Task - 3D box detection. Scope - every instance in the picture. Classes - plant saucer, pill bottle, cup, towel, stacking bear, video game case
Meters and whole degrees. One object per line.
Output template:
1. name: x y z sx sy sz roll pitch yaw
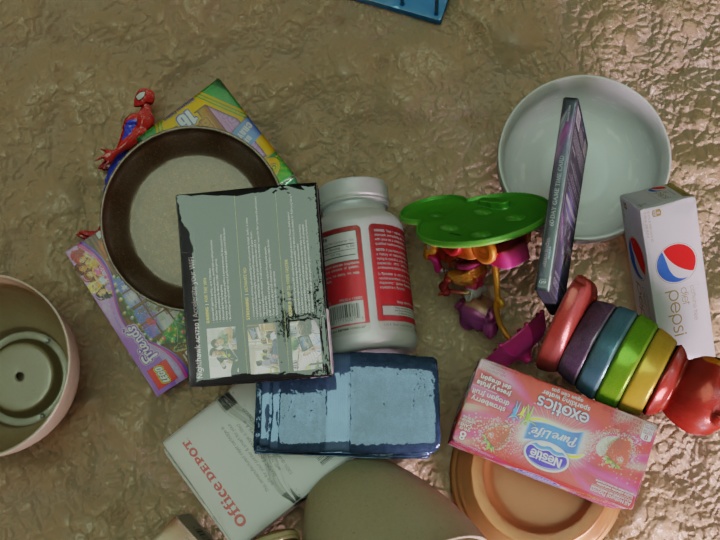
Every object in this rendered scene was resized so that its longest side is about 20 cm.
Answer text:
1. plant saucer: -0.179 -0.054 1.066 0.199 0.037 0.202 0 85 -2
2. pill bottle: 0.000 0.000 1.132 0.112 0.112 0.201 -6 75 1
3. cup: 0.017 0.285 1.044 0.200 0.201 0.144 -30 55 -4
4. plant saucer: 0.201 0.231 1.110 0.199 0.037 0.201 -1 77 3
5. towel: -0.014 0.143 1.051 0.199 0.049 0.112 2 75 1
6. stacking bear: 0.299 0.101 1.039 0.199 0.121 0.114 28 95 19
7. video game case: 0.215 -0.062 1.040 0.019 0.143 0.201 8 80 18

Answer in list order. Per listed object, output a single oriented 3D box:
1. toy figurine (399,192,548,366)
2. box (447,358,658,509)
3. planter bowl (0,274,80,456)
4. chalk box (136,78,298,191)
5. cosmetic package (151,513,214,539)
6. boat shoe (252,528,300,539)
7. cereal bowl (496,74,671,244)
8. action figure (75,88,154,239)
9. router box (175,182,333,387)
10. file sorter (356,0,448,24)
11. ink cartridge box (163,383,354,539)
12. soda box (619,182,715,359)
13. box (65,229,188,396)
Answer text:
1. toy figurine: 0.135 0.020 1.109 0.150 0.200 0.185 -25 114 -31
2. box: 0.201 0.176 1.053 0.199 0.100 0.096 21 79 7
3. planter bowl: -0.405 0.116 1.116 0.199 0.135 0.202 -1 77 3
4. chalk box: -0.146 -0.098 1.158 0.124 0.124 0.200 -38 79 -6
5. cosmetic package: -0.233 0.373 1.073 0.103 0.087 0.200 43 83 10
6. boat shoe: -0.092 0.344 1.020 0.072 0.201 0.072 -6 46 -27
7. cereal bowl: 0.258 -0.124 1.162 0.199 0.083 0.201 -1 79 3
8. action figure: -0.296 -0.131 1.203 0.051 0.065 0.201 24 79 -13
9. router box: -0.109 0.015 1.019 0.148 0.051 0.201 -4 85 -1
10. file sorter: 0.027 -0.420 1.223 0.199 0.123 0.140 18 79 6
11. ink cartridge box: -0.098 0.193 1.108 0.200 0.084 0.145 -37 78 -7
12. soda box: 0.342 0.010 1.091 0.063 0.068 0.201 -15 108 0
13. box: -0.232 0.026 1.153 0.136 0.039 0.201 -33 93 -4
